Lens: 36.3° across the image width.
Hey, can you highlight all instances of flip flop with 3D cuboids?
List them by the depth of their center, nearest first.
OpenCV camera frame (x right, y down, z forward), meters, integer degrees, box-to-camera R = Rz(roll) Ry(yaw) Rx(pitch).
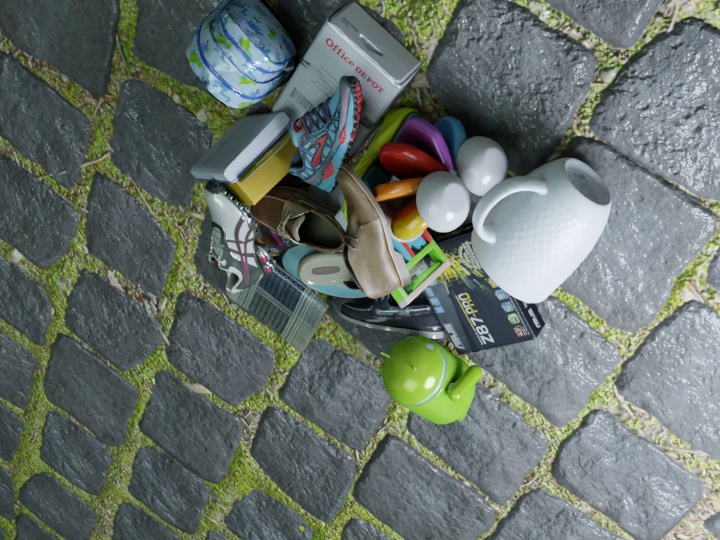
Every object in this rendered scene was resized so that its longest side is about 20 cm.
[{"bbox_3d":[0.000,0.000,1.709,0.196,0.058,0.082,-4,128,-5],"label":"flip flop"}]

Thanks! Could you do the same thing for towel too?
[{"bbox_3d":[-0.150,0.046,1.959,0.191,0.035,0.201,37,149,3],"label":"towel"}]

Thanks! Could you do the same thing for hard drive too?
[{"bbox_3d":[-0.189,-0.191,1.707,0.025,0.132,0.199,47,167,-20],"label":"hard drive"}]

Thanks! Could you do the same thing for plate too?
[{"bbox_3d":[-0.034,0.008,1.807,0.196,0.026,0.201,9,157,4],"label":"plate"}]

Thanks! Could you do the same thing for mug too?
[{"bbox_3d":[0.244,-0.072,1.534,0.197,0.149,0.176,14,133,-34],"label":"mug"}]

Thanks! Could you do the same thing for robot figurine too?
[{"bbox_3d":[0.113,0.180,1.805,0.174,0.117,0.199,17,168,42],"label":"robot figurine"}]

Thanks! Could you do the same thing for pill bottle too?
[{"bbox_3d":[-0.080,-0.093,1.776,0.197,0.117,0.118,-9,116,37],"label":"pill bottle"}]

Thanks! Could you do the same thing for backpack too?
[{"bbox_3d":[-0.174,-0.324,1.615,0.153,0.200,0.164,-28,104,41],"label":"backpack"}]

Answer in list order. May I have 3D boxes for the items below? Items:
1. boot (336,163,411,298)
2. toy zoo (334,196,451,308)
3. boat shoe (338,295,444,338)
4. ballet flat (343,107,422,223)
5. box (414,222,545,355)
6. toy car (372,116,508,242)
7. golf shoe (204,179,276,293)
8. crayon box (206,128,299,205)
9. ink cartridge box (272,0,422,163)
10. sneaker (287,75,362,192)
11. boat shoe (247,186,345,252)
[{"bbox_3d":[0.002,-0.052,1.554,0.203,0.074,0.074,66,172,-19],"label":"boot"},{"bbox_3d":[0.042,-0.057,1.661,0.201,0.131,0.020,54,136,-2],"label":"toy zoo"},{"bbox_3d":[0.054,0.068,1.852,0.197,0.072,0.064,10,97,28],"label":"boat shoe"},{"bbox_3d":[0.022,-0.158,1.629,0.066,0.202,0.067,24,168,40],"label":"ballet flat"},{"bbox_3d":[0.180,0.029,1.740,0.159,0.049,0.202,-14,111,43],"label":"box"},{"bbox_3d":[0.098,-0.142,1.570,0.151,0.200,0.174,55,153,-12],"label":"toy car"},{"bbox_3d":[-0.202,-0.049,1.715,0.077,0.088,0.202,31,155,46],"label":"golf shoe"},{"bbox_3d":[-0.157,-0.163,1.708,0.051,0.127,0.199,50,167,-19],"label":"crayon box"},{"bbox_3d":[-0.022,-0.273,1.632,0.145,0.085,0.200,41,136,0],"label":"ink cartridge box"},{"bbox_3d":[-0.056,-0.197,1.577,0.094,0.080,0.202,15,133,-7],"label":"sneaker"},{"bbox_3d":[-0.090,-0.077,1.671,0.197,0.072,0.077,16,108,21],"label":"boat shoe"}]
